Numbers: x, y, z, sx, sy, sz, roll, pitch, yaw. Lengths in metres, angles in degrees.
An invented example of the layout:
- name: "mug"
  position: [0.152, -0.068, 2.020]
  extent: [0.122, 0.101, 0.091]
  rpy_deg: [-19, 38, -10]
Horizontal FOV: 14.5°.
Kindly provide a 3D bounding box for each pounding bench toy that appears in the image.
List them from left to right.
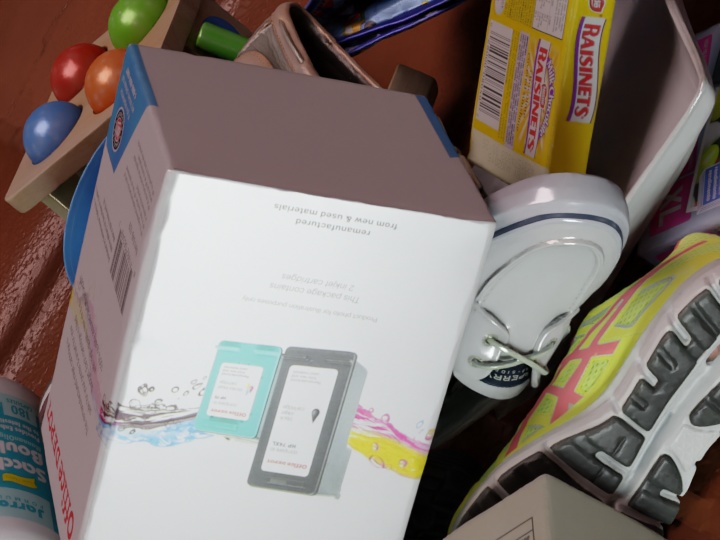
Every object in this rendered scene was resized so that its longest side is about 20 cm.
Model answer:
- name: "pounding bench toy"
  position: [-0.075, -0.087, 1.552]
  extent: [0.200, 0.156, 0.124]
  rpy_deg: [-35, 25, 35]

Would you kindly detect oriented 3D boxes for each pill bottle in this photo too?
- name: "pill bottle"
  position: [-0.216, 0.158, 1.618]
  extent: [0.111, 0.111, 0.200]
  rpy_deg: [-47, 33, 20]

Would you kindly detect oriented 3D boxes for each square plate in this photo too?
- name: "square plate"
  position: [0.108, -0.055, 1.354]
  extent: [0.200, 0.028, 0.198]
  rpy_deg: [-61, 20, 28]

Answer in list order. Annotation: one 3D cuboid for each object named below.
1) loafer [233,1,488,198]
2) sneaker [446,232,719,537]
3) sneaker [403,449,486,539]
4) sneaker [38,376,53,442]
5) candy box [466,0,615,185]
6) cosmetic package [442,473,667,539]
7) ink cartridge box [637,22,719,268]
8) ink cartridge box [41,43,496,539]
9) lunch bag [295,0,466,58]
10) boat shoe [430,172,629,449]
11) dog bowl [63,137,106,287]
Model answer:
- name: "loafer"
  position: [0.008, -0.064, 1.377]
  extent: [0.200, 0.072, 0.063]
  rpy_deg: [37, 105, 33]
- name: "sneaker"
  position: [0.113, 0.063, 1.260]
  extent: [0.200, 0.078, 0.090]
  rpy_deg: [-45, 25, 14]
- name: "sneaker"
  position: [0.009, 0.179, 1.308]
  extent: [0.082, 0.070, 0.201]
  rpy_deg: [-29, 38, 55]
- name: "sneaker"
  position: [-0.115, 0.099, 1.558]
  extent: [0.200, 0.076, 0.116]
  rpy_deg: [-28, 46, 41]
- name: "candy box"
  position: [0.091, -0.137, 1.319]
  extent: [0.102, 0.026, 0.201]
  rpy_deg: [-144, 61, -65]
- name: "cosmetic package"
  position: [0.079, 0.200, 1.166]
  extent: [0.103, 0.087, 0.201]
  rpy_deg: [-38, 38, 35]
- name: "ink cartridge box"
  position: [0.210, -0.078, 1.262]
  extent: [0.200, 0.042, 0.120]
  rpy_deg: [-23, 47, 44]
- name: "ink cartridge box"
  position: [-0.048, 0.028, 1.248]
  extent: [0.147, 0.145, 0.201]
  rpy_deg: [-113, 36, -62]
- name: "lunch bag"
  position: [0.045, -0.181, 1.470]
  extent: [0.200, 0.094, 0.151]
  rpy_deg: [-35, 8, 29]
- name: "boat shoe"
  position: [0.066, 0.025, 1.259]
  extent: [0.200, 0.073, 0.067]
  rpy_deg: [127, 146, -59]
- name: "dog bowl"
  position: [-0.083, -0.002, 1.426]
  extent: [0.112, 0.049, 0.200]
  rpy_deg: [-53, 40, 16]
